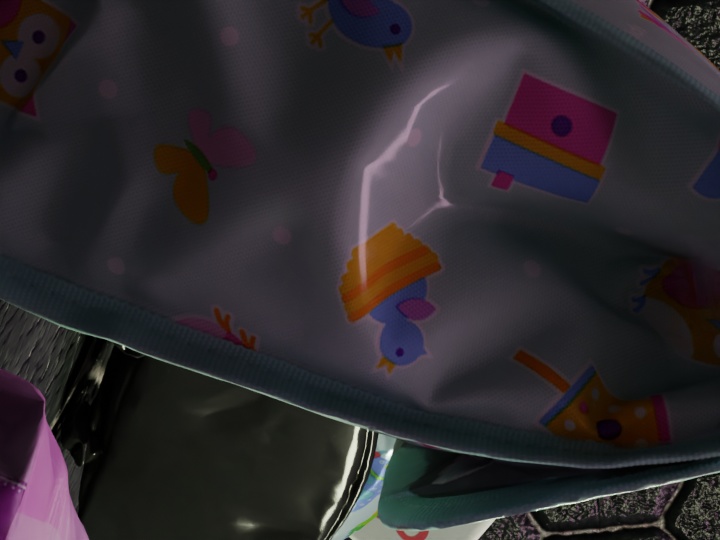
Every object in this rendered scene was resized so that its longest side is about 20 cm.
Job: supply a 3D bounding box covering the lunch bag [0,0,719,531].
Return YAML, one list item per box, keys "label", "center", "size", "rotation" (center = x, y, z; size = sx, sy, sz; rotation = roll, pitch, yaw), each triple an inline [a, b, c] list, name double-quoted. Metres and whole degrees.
- label: "lunch bag"
  center: [0.016, -0.018, 0.554]
  size: [0.170, 0.199, 0.122]
  rotation: [-36, 148, -84]

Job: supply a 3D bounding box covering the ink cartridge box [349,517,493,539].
- label: "ink cartridge box"
  center: [0.038, 0.004, 1.028]
  size: [0.200, 0.145, 0.084]
  rotation: [-50, 177, 9]

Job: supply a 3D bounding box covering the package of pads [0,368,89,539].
- label: "package of pads"
  center: [-0.100, 0.086, 0.468]
  size: [0.200, 0.075, 0.121]
  rotation: [100, 12, -73]

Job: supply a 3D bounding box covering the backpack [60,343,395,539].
- label: "backpack"
  center: [0.000, 0.000, 0.897]
  size: [0.200, 0.153, 0.163]
  rotation: [-74, -172, -45]
